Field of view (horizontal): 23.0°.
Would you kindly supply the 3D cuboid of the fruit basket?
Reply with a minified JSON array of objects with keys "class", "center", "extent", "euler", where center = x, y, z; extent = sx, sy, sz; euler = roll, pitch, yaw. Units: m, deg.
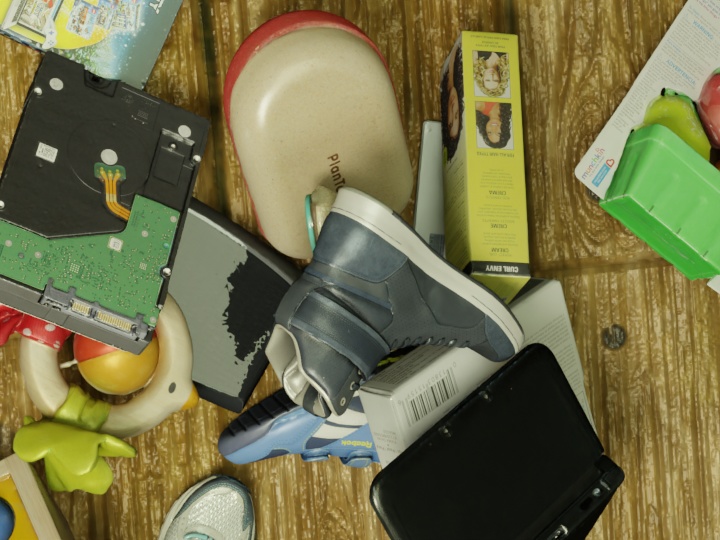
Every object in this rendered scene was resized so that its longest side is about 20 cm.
[{"class":"fruit basket","center":[0.290,-0.100,1.442],"extent":[0.185,0.094,0.201],"euler":[37,70,-10]}]

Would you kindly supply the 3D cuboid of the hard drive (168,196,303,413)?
[{"class":"hard drive","center":[-0.146,0.011,1.374],"extent":[0.199,0.042,0.136],"euler":[32,86,-10]}]

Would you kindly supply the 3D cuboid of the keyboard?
[{"class":"keyboard","center":[0.068,-0.018,1.431],"extent":[0.056,0.011,0.202],"euler":[5,91,-5]}]

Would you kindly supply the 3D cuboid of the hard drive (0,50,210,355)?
[{"class":"hard drive","center":[-0.196,-0.051,1.295],"extent":[0.139,0.038,0.202],"euler":[22,54,-17]}]

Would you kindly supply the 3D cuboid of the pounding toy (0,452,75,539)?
[{"class":"pounding toy","center":[-0.291,0.255,1.262],"extent":[0.199,0.185,0.143],"euler":[-27,141,-8]}]

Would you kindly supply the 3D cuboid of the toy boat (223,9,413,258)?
[{"class":"toy boat","center":[-0.042,-0.117,1.352],"extent":[0.130,0.131,0.201],"euler":[-24,138,-9]}]

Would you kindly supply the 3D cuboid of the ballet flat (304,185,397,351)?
[{"class":"ballet flat","center":[0.000,0.000,1.339],"extent":[0.062,0.201,0.068],"euler":[-6,57,4]}]

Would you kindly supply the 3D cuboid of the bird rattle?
[{"class":"bird rattle","center":[-0.207,0.061,1.314],"extent":[0.162,0.113,0.202],"euler":[-16,77,-21]}]

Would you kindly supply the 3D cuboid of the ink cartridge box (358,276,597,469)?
[{"class":"ink cartridge box","center":[0.101,0.125,1.383],"extent":[0.199,0.043,0.175],"euler":[-31,114,-36]}]

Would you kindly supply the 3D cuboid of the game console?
[{"class":"game console","center":[0.091,0.184,1.321],"extent":[0.116,0.176,0.199],"euler":[43,57,17]}]

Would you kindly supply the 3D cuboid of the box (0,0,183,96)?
[{"class":"box","center":[-0.190,-0.252,1.358],"extent":[0.136,0.038,0.202],"euler":[25,87,-11]}]

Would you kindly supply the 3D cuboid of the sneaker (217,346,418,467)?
[{"class":"sneaker","center":[-0.013,0.123,1.388],"extent":[0.198,0.074,0.083],"euler":[-17,103,-6]}]

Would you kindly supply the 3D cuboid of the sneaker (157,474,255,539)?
[{"class":"sneaker","center":[-0.133,0.255,1.363],"extent":[0.077,0.086,0.201],"euler":[26,88,-11]}]

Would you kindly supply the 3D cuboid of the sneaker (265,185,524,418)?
[{"class":"sneaker","center":[0.021,0.053,1.266],"extent":[0.202,0.077,0.147],"euler":[36,77,-34]}]

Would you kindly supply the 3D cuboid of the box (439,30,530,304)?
[{"class":"box","center":[0.094,-0.078,1.368],"extent":[0.050,0.075,0.202],"euler":[2,69,-11]}]
